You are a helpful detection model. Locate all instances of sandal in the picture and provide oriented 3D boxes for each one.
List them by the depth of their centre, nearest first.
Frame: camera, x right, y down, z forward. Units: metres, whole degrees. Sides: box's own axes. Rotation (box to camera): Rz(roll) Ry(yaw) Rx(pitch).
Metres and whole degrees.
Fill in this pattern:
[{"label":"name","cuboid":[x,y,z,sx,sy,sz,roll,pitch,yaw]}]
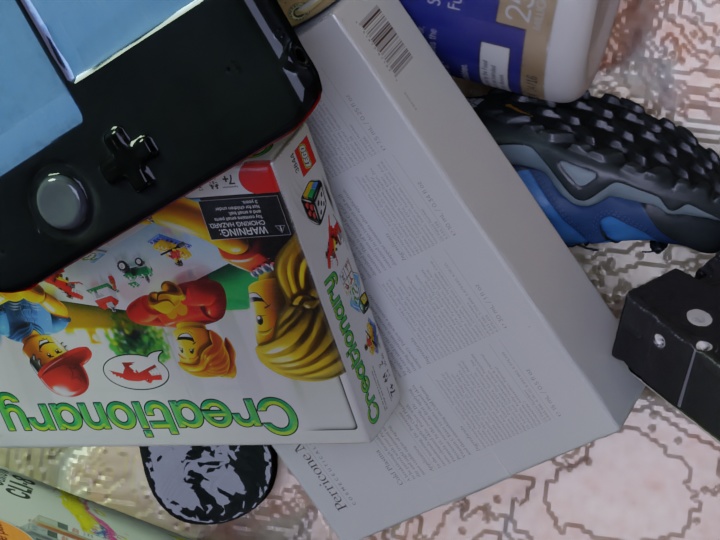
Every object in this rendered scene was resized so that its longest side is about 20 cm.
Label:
[{"label":"sandal","cuboid":[-0.082,0.011,1.068,0.075,0.048,0.201,-18,89,10]}]

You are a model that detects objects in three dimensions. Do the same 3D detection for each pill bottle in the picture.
[{"label":"pill bottle","cuboid":[0.009,-0.146,1.011,0.199,0.116,0.116,15,95,9]}]

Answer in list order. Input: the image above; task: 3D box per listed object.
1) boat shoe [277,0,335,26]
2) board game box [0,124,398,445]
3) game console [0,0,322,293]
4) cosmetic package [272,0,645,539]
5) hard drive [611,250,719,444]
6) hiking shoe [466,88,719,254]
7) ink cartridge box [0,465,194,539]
[{"label":"boat shoe","cuboid":[-0.086,-0.089,0.986,0.063,0.073,0.200,38,136,-19]},{"label":"board game box","cuboid":[-0.094,0.010,0.988,0.199,0.035,0.127,-3,121,29]},{"label":"game console","cuboid":[-0.127,-0.106,0.902,0.177,0.031,0.200,-29,93,33]},{"label":"cosmetic package","cuboid":[0.000,0.000,1.000,0.151,0.052,0.200,-27,104,34]},{"label":"hard drive","cuboid":[0.213,0.052,0.942,0.200,0.139,0.038,38,136,33]},{"label":"hiking shoe","cuboid":[0.062,-0.031,1.040,0.199,0.074,0.087,14,117,10]},{"label":"ink cartridge box","cuboid":[-0.133,0.176,1.016,0.199,0.145,0.145,21,97,-6]}]
